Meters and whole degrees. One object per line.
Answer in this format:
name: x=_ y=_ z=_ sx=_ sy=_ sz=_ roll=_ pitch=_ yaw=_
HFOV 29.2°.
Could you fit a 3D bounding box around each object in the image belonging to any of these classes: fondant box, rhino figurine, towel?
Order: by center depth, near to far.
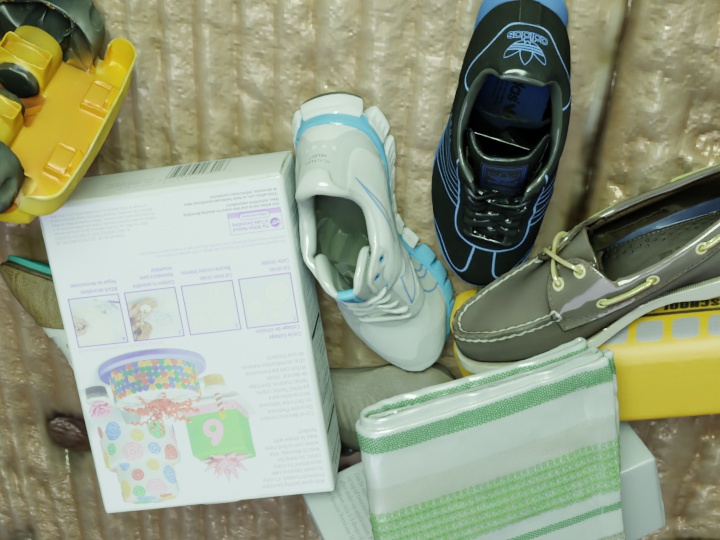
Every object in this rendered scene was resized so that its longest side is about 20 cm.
towel: x=0.078 y=0.142 z=0.781 sx=0.148 sy=0.031 sz=0.201 roll=-15 pitch=120 yaw=-10
fondant box: x=-0.097 y=0.039 z=0.827 sx=0.143 sy=0.058 sz=0.201 roll=-7 pitch=108 yaw=6
rhino figurine: x=-0.020 y=0.099 z=0.922 sx=0.198 sy=0.060 sz=0.088 roll=-3 pitch=127 yaw=11

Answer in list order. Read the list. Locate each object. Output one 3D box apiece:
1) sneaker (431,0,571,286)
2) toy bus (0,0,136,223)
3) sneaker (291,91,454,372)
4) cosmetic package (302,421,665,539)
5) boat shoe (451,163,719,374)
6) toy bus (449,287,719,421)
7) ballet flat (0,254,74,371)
sneaker: x=0.072 y=-0.054 z=0.746 sx=0.070 sy=0.078 sz=0.201 roll=8 pitch=134 yaw=5
toy bus: x=-0.241 y=-0.077 z=0.770 sx=0.199 sy=0.136 sz=0.192 roll=23 pitch=145 yaw=-2
sneaker: x=0.000 y=0.000 z=0.811 sx=0.074 sy=0.087 sz=0.201 roll=-9 pitch=131 yaw=20
cosmetic package: x=0.076 y=0.148 z=0.859 sx=0.199 sy=0.102 sz=0.072 roll=-24 pitch=131 yaw=-7
boat shoe: x=0.137 y=-0.002 z=0.769 sx=0.199 sy=0.072 sz=0.060 roll=-21 pitch=133 yaw=15
toy bus: x=0.153 y=0.045 z=0.819 sx=0.199 sy=0.079 sz=0.065 roll=-7 pitch=130 yaw=20
ballet flat: x=-0.141 y=0.042 z=0.889 sx=0.199 sy=0.073 sz=0.068 roll=11 pitch=179 yaw=-1
